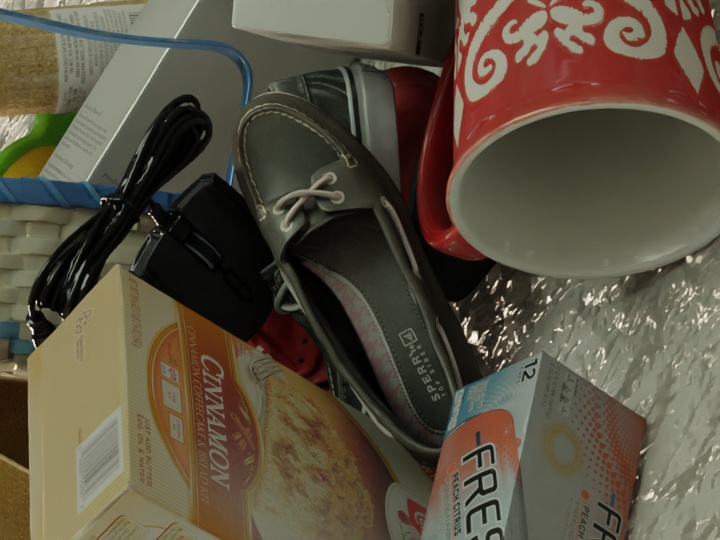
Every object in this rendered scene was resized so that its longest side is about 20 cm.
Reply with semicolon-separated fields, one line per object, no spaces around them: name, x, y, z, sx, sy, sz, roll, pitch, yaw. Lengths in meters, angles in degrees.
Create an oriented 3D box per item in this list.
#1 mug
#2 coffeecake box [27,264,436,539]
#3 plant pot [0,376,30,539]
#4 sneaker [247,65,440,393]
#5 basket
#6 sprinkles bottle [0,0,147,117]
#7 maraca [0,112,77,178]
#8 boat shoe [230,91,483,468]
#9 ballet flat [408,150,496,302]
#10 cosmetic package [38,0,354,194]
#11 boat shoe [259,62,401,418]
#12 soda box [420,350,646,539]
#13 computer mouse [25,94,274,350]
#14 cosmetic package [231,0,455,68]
mug;0.083;-0.109;1.380;0.177;0.133;0.201;-18;53;22
coffeecake box;-0.051;0.112;1.357;0.073;0.200;0.154;-44;31;24
plant pot;-0.158;0.181;1.520;0.201;0.186;0.186;-68;25;11
sneaker;0.000;0.000;1.547;0.200;0.078;0.116;-59;33;26
basket;-0.155;-0.037;1.618;0.139;0.176;0.201;163;115;-77
sprinkles bottle;-0.163;-0.128;1.797;0.068;0.199;0.069;175;90;-74
maraca;-0.197;-0.025;1.833;0.107;0.137;0.200;9;57;27
boat shoe;0.000;0.002;1.406;0.067;0.200;0.057;-31;-3;7
ballet flat;0.076;-0.079;1.489;0.068;0.068;0.201;-11;53;44
cosmetic package;-0.101;-0.080;1.743;0.200;0.107;0.085;-58;25;-2
boat shoe;-0.015;-0.001;1.474;0.072;0.071;0.201;156;110;-80
soda box;0.064;0.139;1.277;0.063;0.068;0.201;-27;39;46
computer mouse;-0.093;0.017;1.458;0.046;0.200;0.141;31;72;22
cosmetic package;0.004;-0.159;1.446;0.200;0.081;0.113;-10;-73;-76
